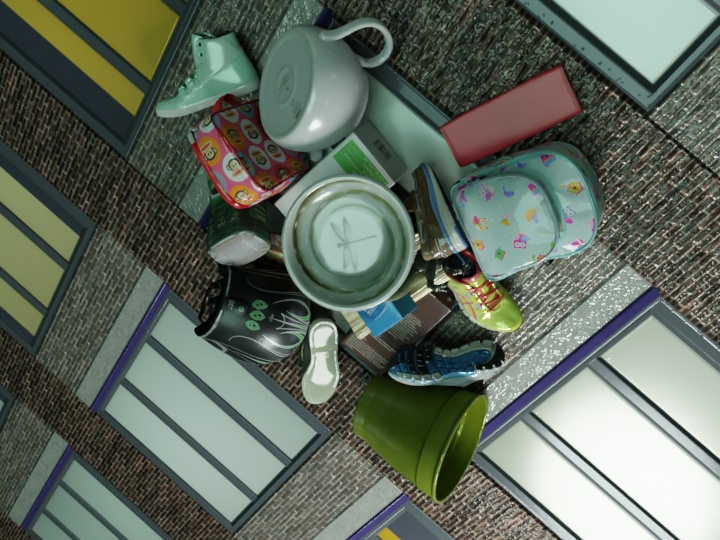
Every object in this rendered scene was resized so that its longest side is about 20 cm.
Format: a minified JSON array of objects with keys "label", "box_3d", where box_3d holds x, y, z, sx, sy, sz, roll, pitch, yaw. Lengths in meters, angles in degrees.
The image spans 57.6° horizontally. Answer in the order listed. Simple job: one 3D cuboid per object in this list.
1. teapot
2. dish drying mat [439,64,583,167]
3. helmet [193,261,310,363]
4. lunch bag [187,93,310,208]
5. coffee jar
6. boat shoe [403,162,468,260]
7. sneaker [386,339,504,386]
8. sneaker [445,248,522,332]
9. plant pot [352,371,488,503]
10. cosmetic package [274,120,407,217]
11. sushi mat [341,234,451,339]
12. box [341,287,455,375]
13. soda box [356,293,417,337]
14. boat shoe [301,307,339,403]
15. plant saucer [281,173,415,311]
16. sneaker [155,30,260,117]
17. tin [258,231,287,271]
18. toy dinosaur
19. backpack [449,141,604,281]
[{"label":"teapot","box_3d":[-0.053,-0.274,1.006,0.200,0.146,0.198,12,97,54]},{"label":"dish drying mat","box_3d":[0.221,-0.227,0.978,0.200,0.018,0.077,-23,103,29]},{"label":"helmet","box_3d":[-0.183,0.077,1.183,0.190,0.200,0.200,21,127,-27]},{"label":"lunch bag","box_3d":[-0.180,-0.203,1.057,0.082,0.200,0.176,-30,95,30]},{"label":"coffee jar","box_3d":[-0.210,-0.114,1.121,0.104,0.200,0.085,-26,145,27]},{"label":"boat shoe","box_3d":[0.096,-0.092,0.975,0.072,0.200,0.072,-27,126,11]},{"label":"sneaker","box_3d":[0.145,0.175,1.129,0.200,0.075,0.087,-2,143,-3]},{"label":"sneaker","box_3d":[0.185,0.026,1.051,0.200,0.090,0.078,43,84,0]},{"label":"plant pot","box_3d":[0.096,0.277,1.170,0.193,0.200,0.201,21,120,27]},{"label":"cosmetic package","box_3d":[-0.033,-0.140,1.089,0.200,0.085,0.108,-38,98,31]},{"label":"sushi mat","box_3d":[0.045,0.025,1.066,0.200,0.012,0.096,-37,86,26]},{"label":"box","box_3d":[0.066,0.082,1.150,0.100,0.075,0.200,41,123,-3]},{"label":"soda box","box_3d":[0.000,0.000,1.033,0.064,0.068,0.200,-38,85,29]},{"label":"boat shoe","box_3d":[-0.078,0.166,1.263,0.072,0.061,0.202,-1,120,-15]},{"label":"plant saucer","box_3d":[-0.015,-0.042,0.966,0.200,0.050,0.201,1,96,13]},{"label":"sneaker","box_3d":[-0.276,-0.336,1.111,0.200,0.074,0.118,-14,113,18]},{"label":"tin","box_3d":[-0.133,-0.029,1.159,0.200,0.112,0.042,17,78,33]},{"label":"toy dinosaur","box_3d":[0.109,-0.005,0.981,0.088,0.200,0.047,29,158,31]},{"label":"backpack","box_3d":[0.246,-0.088,0.952,0.200,0.153,0.176,-22,95,26]}]
